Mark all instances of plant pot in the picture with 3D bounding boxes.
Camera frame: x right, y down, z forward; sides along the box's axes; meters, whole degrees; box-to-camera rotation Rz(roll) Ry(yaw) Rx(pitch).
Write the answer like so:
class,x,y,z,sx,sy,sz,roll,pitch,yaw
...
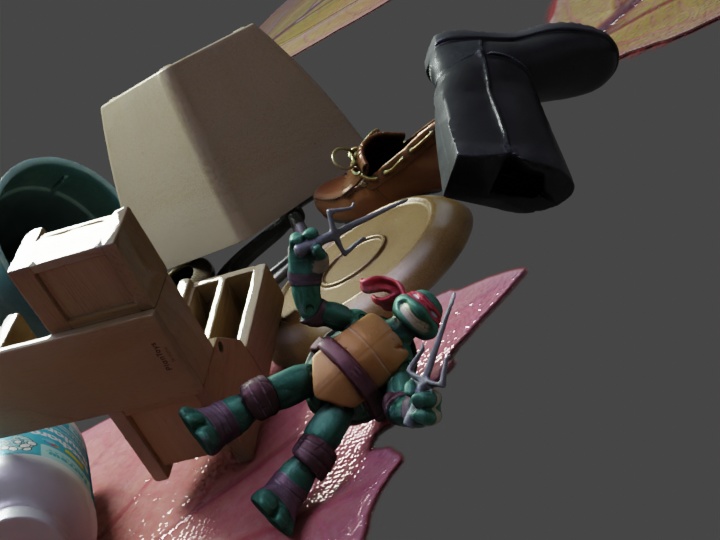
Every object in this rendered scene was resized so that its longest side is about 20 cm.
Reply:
class,x,y,z,sx,sy,sz,roll,pitch,yaw
plant pot,0.000,0.000,1.002,0.199,0.028,0.200,-33,18,12
plant pot,-0.147,-0.132,1.278,0.200,0.178,0.199,-38,13,-38
plant pot,-0.382,0.004,1.449,0.196,0.200,0.201,-32,17,39

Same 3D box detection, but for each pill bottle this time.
class,x,y,z,sx,sy,sz,roll,pitch,yaw
pill bottle,-0.249,0.172,0.909,0.111,0.111,0.200,-38,19,-5

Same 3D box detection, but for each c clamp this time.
class,x,y,z,sx,sy,sz,roll,pitch,yaw
c clamp,-0.078,-0.027,1.202,0.170,0.027,0.200,-35,18,7

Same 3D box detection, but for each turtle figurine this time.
class,x,y,z,sx,sy,sz,roll,pitch,yaw
turtle figurine,-0.006,0.059,0.773,0.200,0.101,0.150,-43,60,-13

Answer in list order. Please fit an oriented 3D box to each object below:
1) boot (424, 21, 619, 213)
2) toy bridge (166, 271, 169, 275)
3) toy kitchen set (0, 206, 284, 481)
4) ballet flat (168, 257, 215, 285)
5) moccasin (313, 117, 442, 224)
class,x,y,z,sx,sy,sz,roll,pitch,yaw
boot,0.136,-0.121,0.962,0.163,0.066,0.201,-4,33,0
toy bridge,-0.237,-0.009,1.385,0.027,0.067,0.200,-11,32,52
toy kitchen set,-0.178,0.025,0.899,0.162,0.201,0.181,-14,36,18
ballet flat,-0.181,0.029,1.213,0.067,0.046,0.200,-47,16,18
moccasin,0.022,-0.092,1.093,0.074,0.078,0.201,-46,18,-30
